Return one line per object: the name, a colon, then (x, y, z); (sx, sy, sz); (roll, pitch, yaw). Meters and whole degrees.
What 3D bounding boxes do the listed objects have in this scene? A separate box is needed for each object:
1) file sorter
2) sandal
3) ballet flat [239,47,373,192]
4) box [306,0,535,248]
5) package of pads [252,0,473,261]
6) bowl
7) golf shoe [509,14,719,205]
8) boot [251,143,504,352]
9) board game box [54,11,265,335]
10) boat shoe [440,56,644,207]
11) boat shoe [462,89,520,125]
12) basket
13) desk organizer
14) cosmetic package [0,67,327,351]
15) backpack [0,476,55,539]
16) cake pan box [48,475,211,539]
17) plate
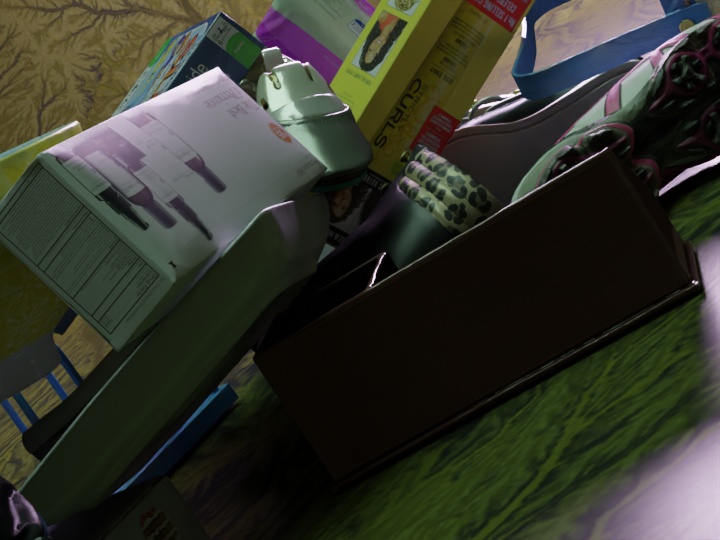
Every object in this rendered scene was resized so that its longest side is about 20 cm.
file sorter: (-0.203, 0.103, 1.076); (0.139, 0.123, 0.200); (-25, 13, 37)
sandal: (-0.117, 0.017, 0.931); (0.201, 0.057, 0.080); (-47, -2, -27)
ballet flat: (-0.045, -0.093, 0.985); (0.067, 0.064, 0.200); (-13, 17, -13)
box: (0.024, -0.107, 1.064); (0.200, 0.075, 0.050); (-58, 39, 4)
package of pads: (-0.028, -0.091, 1.214); (0.200, 0.154, 0.068); (-53, -10, 36)
bowl: (-0.208, 0.015, 0.854); (0.200, 0.108, 0.200); (-23, 9, 4)
golf shoe: (0.163, -0.083, 0.949); (0.200, 0.073, 0.092); (-35, 11, -8)
boot: (0.000, 0.000, 0.987); (0.151, 0.073, 0.200); (-47, 15, -3)
board game box: (-0.142, -0.055, 1.009); (0.200, 0.034, 0.135); (-56, 17, -12)
boat shoe: (0.105, -0.082, 1.120); (0.200, 0.075, 0.062); (-32, 12, 3)
boat shoe: (0.078, -0.087, 1.246); (0.060, 0.072, 0.200); (-34, 12, -36)
basket: (0.187, -0.173, 1.036); (0.200, 0.139, 0.176); (-25, 22, 17)
desk organizer: (0.054, 0.016, 0.818); (0.200, 0.077, 0.072); (-31, 11, 15)
cosmetic package: (-0.088, -0.036, 0.814); (0.051, 0.083, 0.200); (-46, 0, 25)
backpack: (-0.242, 0.141, 0.711); (0.191, 0.154, 0.200); (-60, 28, -9)
cake pan box: (-0.191, 0.192, 0.836); (0.184, 0.052, 0.200); (-28, 11, 38)
plate: (-0.086, 0.047, 0.866); (0.200, 0.032, 0.200); (-49, -2, 8)
